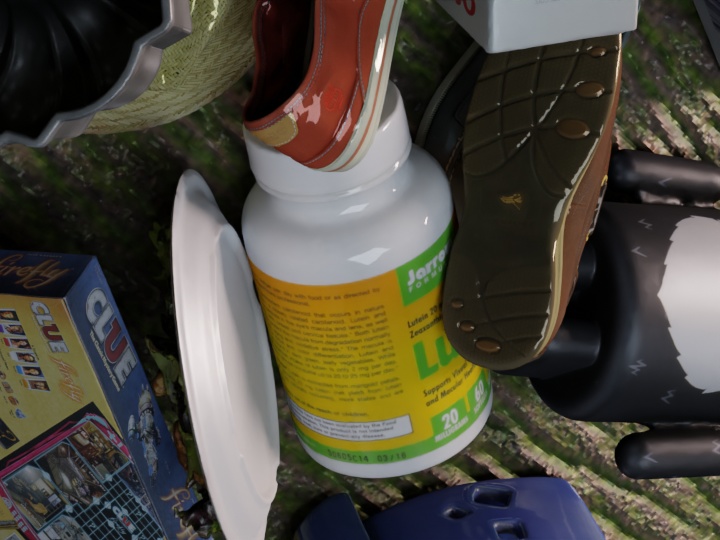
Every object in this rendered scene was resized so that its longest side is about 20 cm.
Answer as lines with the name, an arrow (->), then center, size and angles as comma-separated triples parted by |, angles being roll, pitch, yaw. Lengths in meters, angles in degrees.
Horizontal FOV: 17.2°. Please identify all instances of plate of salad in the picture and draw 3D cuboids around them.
plate of salad -> -0.078, 0.049, 1.194 | 0.048, 0.200, 0.201 | -8, 124, 6

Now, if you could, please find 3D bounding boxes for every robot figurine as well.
robot figurine -> 0.168, 0.024, 1.322 | 0.199, 0.125, 0.151 | 3, 117, -26

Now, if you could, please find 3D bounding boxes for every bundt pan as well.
bundt pan -> -0.153, -0.146, 1.057 | 0.202, 0.202, 0.076 | -48, 164, 9

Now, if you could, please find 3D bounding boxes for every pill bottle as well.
pill bottle -> 0.000, 0.000, 1.242 | 0.111, 0.111, 0.201 | -21, 125, -11

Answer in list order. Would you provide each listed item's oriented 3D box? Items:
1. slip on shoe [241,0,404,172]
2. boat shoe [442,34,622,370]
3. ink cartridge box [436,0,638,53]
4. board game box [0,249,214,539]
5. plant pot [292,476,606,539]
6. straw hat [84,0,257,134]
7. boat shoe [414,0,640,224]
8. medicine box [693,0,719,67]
slip on shoe -> -0.017, -0.149, 1.130 | 0.061, 0.074, 0.201 | 13, 82, -36
boat shoe -> 0.091, -0.049, 1.216 | 0.068, 0.072, 0.201 | -4, 108, -71
ink cartridge box -> 0.070, -0.223, 1.120 | 0.083, 0.146, 0.201 | -11, 122, -18
board game box -> -0.165, 0.076, 1.211 | 0.035, 0.135, 0.200 | -58, 142, -42
plant pot -> 0.044, 0.245, 1.363 | 0.179, 0.200, 0.201 | 6, 117, -19
straw hat -> -0.102, -0.138, 1.132 | 0.200, 0.085, 0.202 | -11, 122, -18
boat shoe -> 0.088, -0.088, 1.259 | 0.073, 0.062, 0.200 | 16, 111, -31
medicine box -> 0.272, -0.196, 1.252 | 0.200, 0.103, 0.182 | -33, 126, -3
